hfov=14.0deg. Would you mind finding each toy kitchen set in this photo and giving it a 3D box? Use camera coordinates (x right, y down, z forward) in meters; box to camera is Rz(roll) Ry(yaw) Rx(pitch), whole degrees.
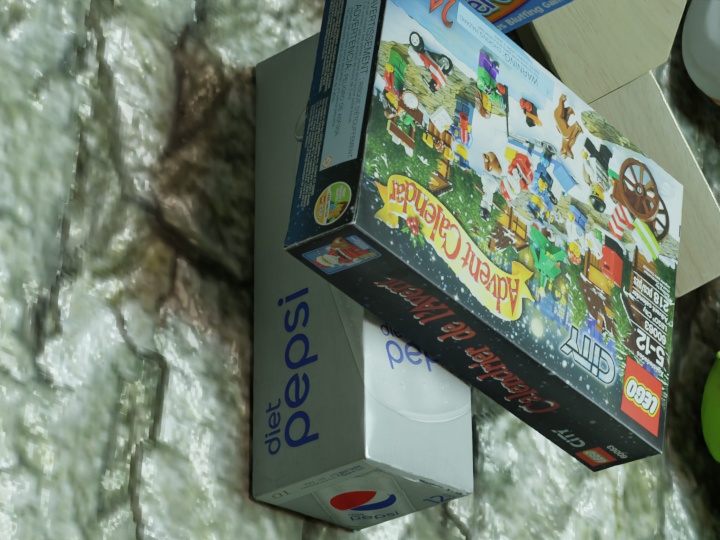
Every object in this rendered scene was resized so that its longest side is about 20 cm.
[{"bbox_3d":[0.182,-0.118,1.403,0.181,0.200,0.163,63,-1,-6],"label":"toy kitchen set"}]

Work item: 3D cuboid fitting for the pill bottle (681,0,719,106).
[{"bbox_3d":[0.266,-0.086,1.505,0.200,0.112,0.112,37,49,-31],"label":"pill bottle"}]

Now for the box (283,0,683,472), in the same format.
[{"bbox_3d":[0.056,-0.023,1.199,0.200,0.038,0.137,36,48,-37],"label":"box"}]

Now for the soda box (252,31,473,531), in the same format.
[{"bbox_3d":[0.000,0.000,1.209,0.063,0.068,0.200,22,58,-40],"label":"soda box"}]

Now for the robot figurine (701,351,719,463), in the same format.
[{"bbox_3d":[0.240,0.095,1.390,0.200,0.116,0.175,55,49,-13],"label":"robot figurine"}]

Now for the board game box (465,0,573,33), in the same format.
[{"bbox_3d":[0.063,-0.197,1.303,0.045,0.152,0.200,31,52,-35],"label":"board game box"}]
